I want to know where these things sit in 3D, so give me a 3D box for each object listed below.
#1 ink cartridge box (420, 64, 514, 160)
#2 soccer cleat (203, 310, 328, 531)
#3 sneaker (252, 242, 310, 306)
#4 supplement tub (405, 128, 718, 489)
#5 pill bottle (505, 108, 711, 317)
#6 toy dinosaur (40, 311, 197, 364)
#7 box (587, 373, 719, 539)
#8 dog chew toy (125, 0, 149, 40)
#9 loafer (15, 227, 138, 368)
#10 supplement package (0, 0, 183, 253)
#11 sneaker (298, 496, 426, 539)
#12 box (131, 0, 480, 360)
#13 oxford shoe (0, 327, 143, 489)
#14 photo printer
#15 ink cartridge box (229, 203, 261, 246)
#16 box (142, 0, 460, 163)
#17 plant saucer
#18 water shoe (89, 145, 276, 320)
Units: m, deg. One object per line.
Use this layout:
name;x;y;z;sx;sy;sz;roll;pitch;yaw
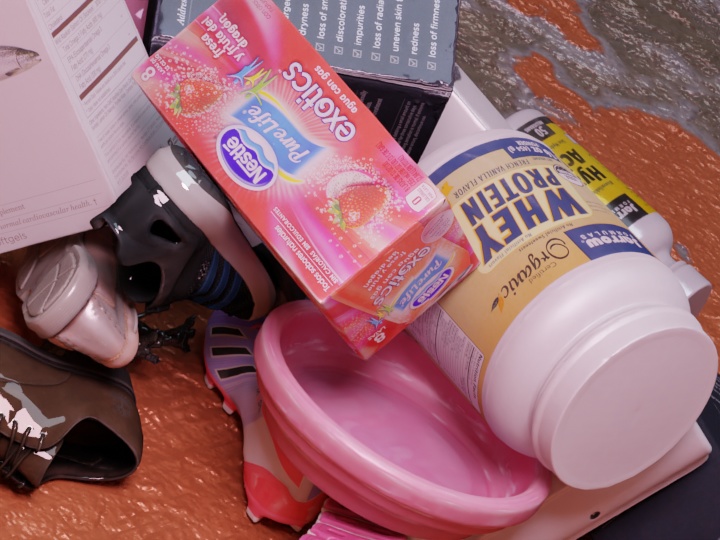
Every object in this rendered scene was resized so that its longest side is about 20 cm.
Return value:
ink cartridge box;0.020;-0.090;1.788;0.200;0.145;0.085;48;15;-3
soccer cleat;-0.053;0.079;1.596;0.066;0.077;0.201;16;34;-25
sneaker;0.000;0.000;1.636;0.075;0.115;0.200;51;-2;23
supplement tub;0.110;0.023;1.513;0.144;0.145;0.200;1;35;-41
pill bottle;0.170;-0.022;1.913;0.200;0.112;0.111;42;32;17
toy dinosaur;-0.159;0.033;1.600;0.088;0.048;0.200;18;30;13
box;0.217;0.148;1.665;0.148;0.107;0.201;36;19;-44
dog chew toy;-0.164;-0.159;1.730;0.200;0.125;0.124;51;34;16
loafer;-0.170;0.010;1.536;0.063;0.072;0.200;41;9;-17
supplement package;-0.209;-0.127;1.512;0.201;0.116;0.117;67;26;-20
sneaker;-0.003;0.190;1.477;0.073;0.088;0.200;17;19;17
box;-0.032;-0.060;1.458;0.200;0.095;0.103;50;-2;26
oxford shoe;-0.210;0.083;1.453;0.199;0.073;0.085;10;38;-32
photo printer;0.105;0.102;1.605;0.070;0.199;0.167;52;10;-49
ink cartridge box;-0.147;-0.076;1.774;0.199;0.041;0.200;26;30;-11
box;-0.039;-0.189;1.643;0.195;0.124;0.201;11;63;-9
plant saucer;0.019;0.096;1.500;0.199;0.051;0.201;26;23;-12
water shoe;-0.110;-0.011;1.493;0.072;0.079;0.200;51;-5;25
